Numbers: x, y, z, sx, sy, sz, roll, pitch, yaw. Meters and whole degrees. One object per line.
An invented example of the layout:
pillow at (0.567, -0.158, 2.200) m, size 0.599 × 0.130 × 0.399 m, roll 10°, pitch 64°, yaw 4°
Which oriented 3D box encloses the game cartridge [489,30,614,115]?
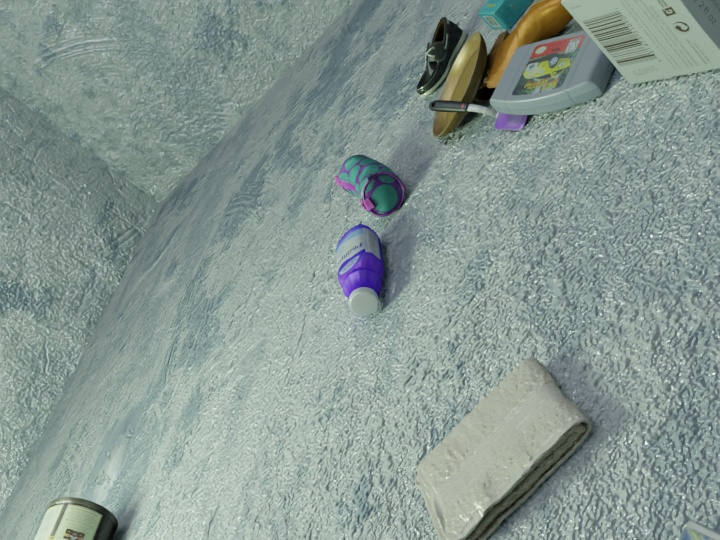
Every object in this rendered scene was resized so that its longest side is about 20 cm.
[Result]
game cartridge at (0.295, -0.301, 1.126) m, size 0.199 × 0.041 × 0.134 m, roll 3°, pitch 62°, yaw 51°

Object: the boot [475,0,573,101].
boot at (0.281, -0.370, 1.261) m, size 0.200 × 0.070 × 0.146 m, roll -17°, pitch 48°, yaw 58°

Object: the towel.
towel at (0.140, 0.191, 0.773) m, size 0.200 × 0.034 × 0.133 m, roll -49°, pitch 25°, yaw 10°

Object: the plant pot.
plant pot at (0.187, -0.339, 1.358) m, size 0.200 × 0.027 × 0.202 m, roll -160°, pitch 89°, yaw -81°

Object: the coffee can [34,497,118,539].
coffee can at (-0.579, 0.572, 1.434) m, size 0.146 × 0.146 × 0.201 m, roll -36°, pitch 29°, yaw 34°

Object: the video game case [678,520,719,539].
video game case at (0.251, 0.279, 0.462) m, size 0.183 × 0.022 × 0.199 m, roll -57°, pitch 24°, yaw -10°

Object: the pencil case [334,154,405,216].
pencil case at (0.016, -0.169, 1.434) m, size 0.092 × 0.086 × 0.200 m, roll -24°, pitch 22°, yaw -7°

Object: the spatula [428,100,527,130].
spatula at (0.197, -0.271, 1.238) m, size 0.198 × 0.020 × 0.057 m, roll 17°, pitch 84°, yaw 36°

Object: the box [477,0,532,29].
box at (0.328, -0.577, 1.467) m, size 0.201 × 0.049 × 0.082 m, roll -51°, pitch 24°, yaw 5°

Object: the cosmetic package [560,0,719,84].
cosmetic package at (0.396, -0.372, 0.915) m, size 0.201 × 0.164 × 0.165 m, roll -58°, pitch 24°, yaw -10°

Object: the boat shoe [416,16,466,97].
boat shoe at (0.162, -0.462, 1.596) m, size 0.071 × 0.067 × 0.202 m, roll -9°, pitch 51°, yaw 56°

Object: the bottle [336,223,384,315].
bottle at (0.000, 0.000, 1.255) m, size 0.083 × 0.065 × 0.201 m, roll -41°, pitch 26°, yaw 21°
